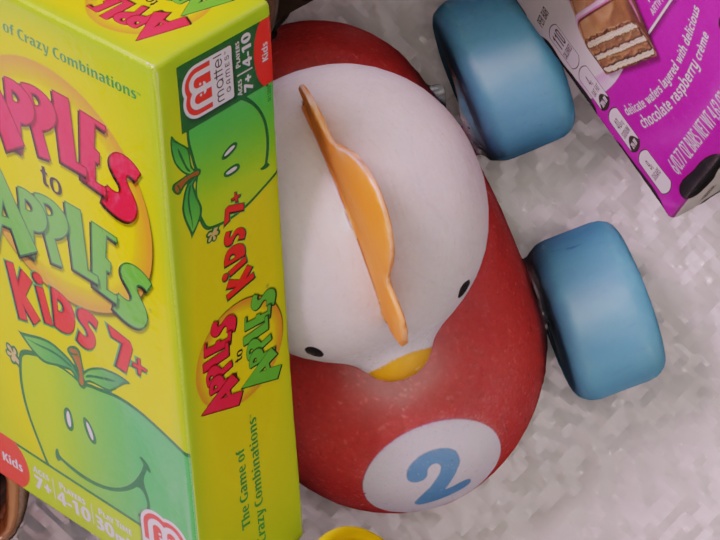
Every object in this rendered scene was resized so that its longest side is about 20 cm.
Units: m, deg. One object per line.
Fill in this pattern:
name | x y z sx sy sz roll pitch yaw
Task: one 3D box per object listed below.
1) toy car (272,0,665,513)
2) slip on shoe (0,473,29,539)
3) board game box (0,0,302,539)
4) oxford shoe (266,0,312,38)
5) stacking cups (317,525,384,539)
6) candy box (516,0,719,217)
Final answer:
toy car | 0.000 0.000 0.911 0.184 0.200 0.178 -21 92 -1
slip on shoe | -0.152 0.008 0.925 0.076 0.061 0.201 -15 127 -10
board game box | -0.074 -0.004 0.853 0.048 0.101 0.201 -33 135 -34
oxford shoe | -0.039 -0.096 0.886 0.199 0.073 0.085 1 94 9
stacking cups | -0.069 0.144 0.935 0.200 0.060 0.061 -26 92 34
candy box | 0.083 -0.132 0.898 0.061 0.136 0.200 -30 78 -19
